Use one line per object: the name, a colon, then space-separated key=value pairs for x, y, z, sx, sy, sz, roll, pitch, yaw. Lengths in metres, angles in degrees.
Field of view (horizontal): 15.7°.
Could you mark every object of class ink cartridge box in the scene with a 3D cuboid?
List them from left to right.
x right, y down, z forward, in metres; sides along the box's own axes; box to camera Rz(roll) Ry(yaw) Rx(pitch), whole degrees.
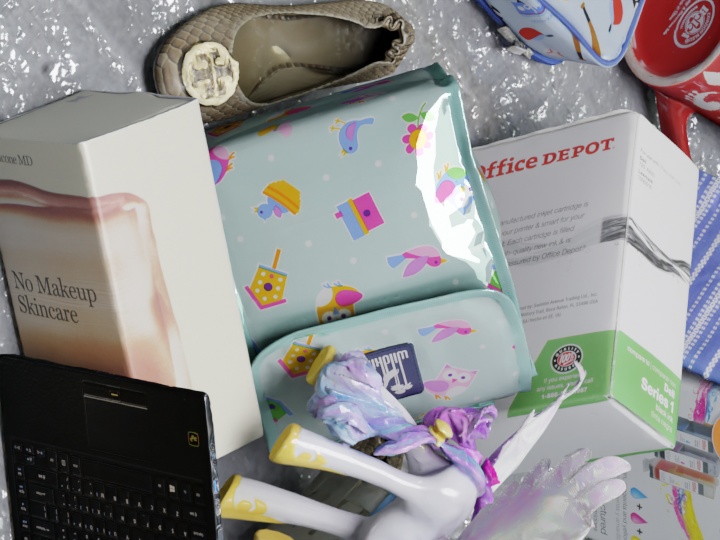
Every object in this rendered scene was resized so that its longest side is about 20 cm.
ink cartridge box: x=0.127 y=0.015 z=1.635 sx=0.084 sy=0.146 sz=0.200 roll=36 pitch=54 yaw=-42
ink cartridge box: x=0.263 y=0.122 z=1.769 sx=0.145 sy=0.200 sz=0.146 roll=-21 pitch=118 yaw=-42

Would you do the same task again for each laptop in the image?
laptop: x=-0.164 y=0.160 z=1.372 sx=0.103 sy=0.177 sz=0.200 roll=-16 pitch=107 yaw=-44

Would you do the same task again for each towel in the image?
towel: x=0.212 y=-0.009 z=1.730 sx=0.145 sy=0.200 sz=0.024 roll=-53 pitch=157 yaw=-26

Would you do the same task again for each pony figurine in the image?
pony figurine: x=0.043 y=0.131 z=1.456 sx=0.200 sy=0.167 sz=0.193 roll=33 pitch=107 yaw=-11

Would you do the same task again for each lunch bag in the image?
lunch bag: x=0.000 y=0.000 z=1.505 sx=0.170 sy=0.122 sz=0.200 roll=-15 pitch=101 yaw=-2
lunch bag: x=0.140 y=-0.234 z=1.703 sx=0.160 sy=0.076 sz=0.200 roll=39 pitch=67 yaw=-43

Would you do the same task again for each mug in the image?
mug: x=0.282 y=-0.128 z=1.822 sx=0.200 sy=0.133 sz=0.178 roll=21 pitch=79 yaw=-41

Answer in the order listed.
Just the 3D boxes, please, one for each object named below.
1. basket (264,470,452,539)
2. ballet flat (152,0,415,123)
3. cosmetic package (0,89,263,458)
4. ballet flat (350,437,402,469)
basket: x=0.008 y=0.234 z=1.574 sx=0.176 sy=0.139 sz=0.200 roll=-45 pitch=117 yaw=-15
ballet flat: x=-0.039 y=-0.128 z=1.553 sx=0.200 sy=0.046 sz=0.067 roll=-12 pitch=103 yaw=-44
cosmetic package: x=-0.133 y=0.008 z=1.438 sx=0.087 sy=0.103 sz=0.200 roll=-24 pitch=111 yaw=-39
ballet flat: x=0.001 y=0.039 z=1.604 sx=0.067 sy=0.046 sz=0.200 roll=-17 pitch=107 yaw=-42
